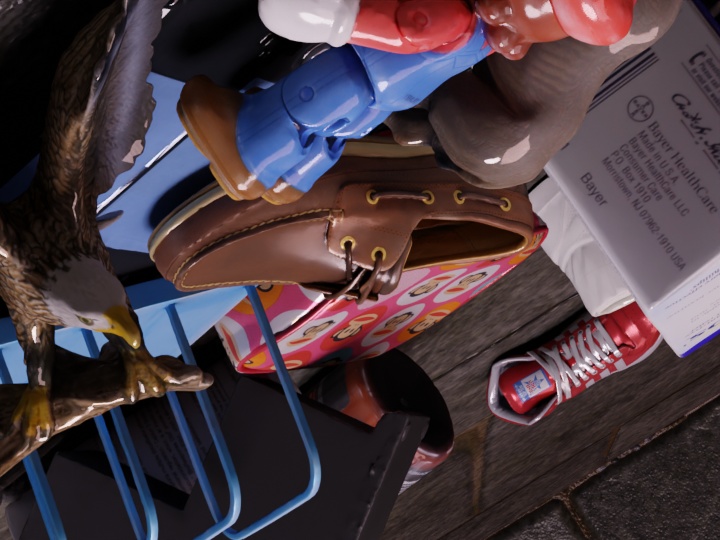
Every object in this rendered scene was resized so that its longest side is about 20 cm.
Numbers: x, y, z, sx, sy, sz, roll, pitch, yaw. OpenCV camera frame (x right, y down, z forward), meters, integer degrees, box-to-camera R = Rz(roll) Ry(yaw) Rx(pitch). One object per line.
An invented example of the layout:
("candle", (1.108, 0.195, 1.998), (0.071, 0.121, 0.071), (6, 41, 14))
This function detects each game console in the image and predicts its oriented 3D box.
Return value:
("game console", (-0.089, -0.053, 0.766), (0.200, 0.031, 0.176), (-39, 163, 20))

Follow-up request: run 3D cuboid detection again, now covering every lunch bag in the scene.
("lunch bag", (0.000, 0.000, 1.003), (0.176, 0.082, 0.200), (-38, 164, 21))

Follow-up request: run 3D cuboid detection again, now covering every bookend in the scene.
("bookend", (-0.092, 0.137, 1.021), (0.092, 0.198, 0.200), (28, 84, -79))

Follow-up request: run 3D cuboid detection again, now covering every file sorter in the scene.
("file sorter", (-0.139, 0.092, 0.869), (0.199, 0.124, 0.139), (-14, 166, -33))

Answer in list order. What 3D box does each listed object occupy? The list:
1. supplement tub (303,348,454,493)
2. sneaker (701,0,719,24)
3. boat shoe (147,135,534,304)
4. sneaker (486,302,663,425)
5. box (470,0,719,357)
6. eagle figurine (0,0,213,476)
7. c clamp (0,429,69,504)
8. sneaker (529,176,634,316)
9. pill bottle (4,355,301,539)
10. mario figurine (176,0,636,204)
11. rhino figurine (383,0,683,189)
("supplement tub", (-0.031, 0.150, 1.357), (0.200, 0.107, 0.107), (-39, 163, 25))
("sneaker", (0.264, -0.142, 0.934), (0.199, 0.076, 0.091), (-9, -155, 41))
("boat shoe", (-0.001, -0.021, 0.833), (0.199, 0.068, 0.072), (-14, 159, -29))
("sneaker", (0.199, 0.080, 1.652), (0.112, 0.072, 0.200), (-19, 162, -48))
("box", (0.143, -0.067, 0.887), (0.105, 0.185, 0.200), (-35, 165, 7))
("eagle figurine", (-0.121, -0.022, 0.643), (0.152, 0.150, 0.201), (-58, 143, -43))
("c clamp", (-0.244, 0.128, 1.021), (0.170, 0.027, 0.200), (-38, 164, 19))
("sneaker", (0.205, -0.053, 1.179), (0.073, 0.116, 0.200), (-9, 151, -50))
("pill bottle", (-0.119, 0.140, 1.138), (0.199, 0.114, 0.113), (-31, 164, -6))
("mario figurine", (0.021, -0.112, 0.688), (0.199, 0.106, 0.124), (-31, -155, 15))
("rhino figurine", (0.092, -0.121, 0.773), (0.200, 0.087, 0.060), (-49, 161, 2))
